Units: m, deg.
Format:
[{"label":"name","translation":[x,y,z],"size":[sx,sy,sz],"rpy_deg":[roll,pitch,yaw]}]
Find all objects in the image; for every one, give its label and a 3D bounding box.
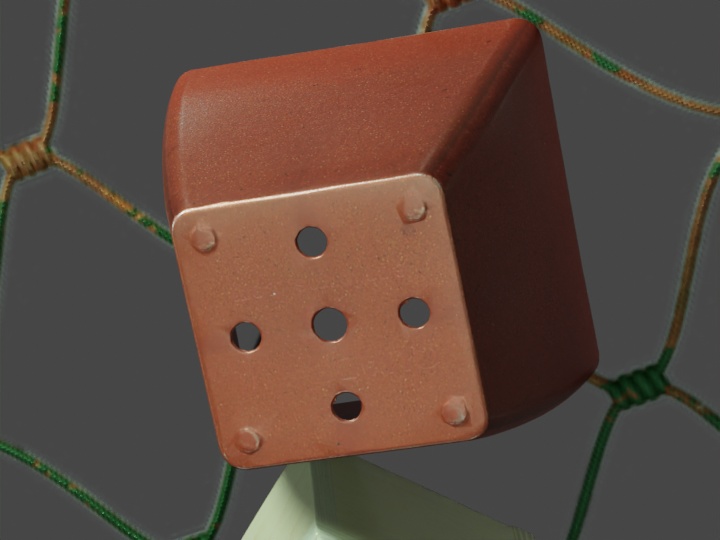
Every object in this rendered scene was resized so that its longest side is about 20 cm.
[{"label":"plant pot","translation":[0.000,0.000,1.377],"size":[0.200,0.176,0.200],"rpy_deg":[-8,105,12]},{"label":"toy sink","translation":[0.029,0.198,1.456],"size":[0.200,0.112,0.130],"rpy_deg":[25,111,-15]}]
